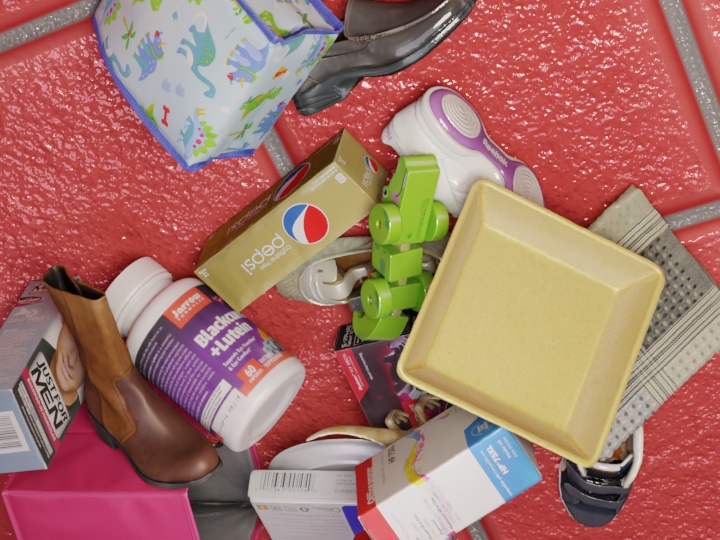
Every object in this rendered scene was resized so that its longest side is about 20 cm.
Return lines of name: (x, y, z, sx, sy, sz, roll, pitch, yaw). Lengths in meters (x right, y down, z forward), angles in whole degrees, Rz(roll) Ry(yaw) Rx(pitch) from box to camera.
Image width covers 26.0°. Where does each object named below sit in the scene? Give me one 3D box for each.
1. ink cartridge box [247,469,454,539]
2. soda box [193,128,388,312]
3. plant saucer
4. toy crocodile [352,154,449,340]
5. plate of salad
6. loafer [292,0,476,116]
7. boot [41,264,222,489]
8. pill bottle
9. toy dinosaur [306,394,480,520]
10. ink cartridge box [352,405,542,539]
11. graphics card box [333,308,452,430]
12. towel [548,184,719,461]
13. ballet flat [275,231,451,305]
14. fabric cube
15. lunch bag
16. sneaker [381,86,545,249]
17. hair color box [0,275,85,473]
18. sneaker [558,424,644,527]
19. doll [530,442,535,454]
ink cartridge box: (-0.002, 0.274, 1.669, 0.197, 0.044, 0.200, -1, 145, 12)
soda box: (-0.069, -0.046, 1.507, 0.200, 0.068, 0.064, -37, 111, 29)
plant saucer: (0.149, 0.049, 1.397, 0.199, 0.201, 0.048, 26, 164, -8)
toy crocodile: (0.034, -0.018, 1.445, 0.067, 0.062, 0.201, -10, 124, -29)
plate of salad: (0.001, 0.216, 1.664, 0.199, 0.048, 0.200, 4, 147, 3)
loafer: (0.009, -0.210, 1.387, 0.199, 0.073, 0.072, -26, 110, 23)
boot: (-0.217, 0.099, 1.494, 0.188, 0.068, 0.201, 32, 143, 46)
pill bottle: (-0.163, 0.078, 1.555, 0.200, 0.111, 0.112, 38, 125, 13)
toy dinosaur: (0.051, 0.171, 1.545, 0.200, 0.101, 0.058, 29, 126, -12)
ink cartridge box: (0.061, 0.198, 1.444, 0.200, 0.116, 0.067, -33, 104, 7)
graphics card box: (0.086, 0.095, 1.581, 0.199, 0.051, 0.126, -14, 119, 18)
towel: (0.245, 0.049, 1.484, 0.200, 0.035, 0.193, -42, 108, -4)
ballet flat: (0.000, 0.000, 1.528, 0.199, 0.062, 0.068, -15, 119, 19)
fabric cube: (-0.229, 0.242, 1.646, 0.198, 0.200, 0.197, -3, 124, 14)
lunch bag: (-0.140, -0.218, 1.379, 0.200, 0.127, 0.170, 48, 123, 14)
sneaker: (0.101, -0.081, 1.462, 0.099, 0.075, 0.200, -26, 111, 40)
hair color box: (-0.324, 0.102, 1.571, 0.060, 0.200, 0.099, -7, 121, 16)
sneaker: (0.246, 0.202, 1.605, 0.078, 0.080, 0.201, 7, 125, 5)
doll: (0.185, 0.108, 1.515, 0.136, 0.048, 0.201, 20, 96, -24)
